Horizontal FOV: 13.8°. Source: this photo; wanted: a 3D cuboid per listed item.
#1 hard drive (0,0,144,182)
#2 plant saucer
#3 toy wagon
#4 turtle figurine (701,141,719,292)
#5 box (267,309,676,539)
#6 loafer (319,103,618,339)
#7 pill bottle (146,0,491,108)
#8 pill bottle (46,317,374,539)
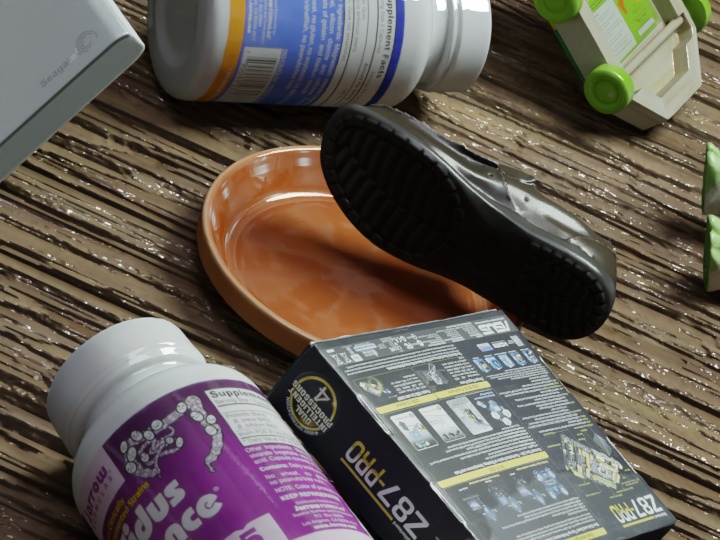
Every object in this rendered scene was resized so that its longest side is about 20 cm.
[{"bbox_3d":[-0.222,-0.152,1.750,0.026,0.132,0.200,41,10,-51],"label":"hard drive"},{"bbox_3d":[0.000,0.000,1.736,0.200,0.032,0.200,13,36,-10],"label":"plant saucer"},{"bbox_3d":[0.163,-0.196,1.982,0.200,0.040,0.155,59,37,-10],"label":"toy wagon"},{"bbox_3d":[0.312,-0.046,1.838,0.194,0.144,0.200,1,-7,2],"label":"turtle figurine"},{"bbox_3d":[0.063,0.099,1.556,0.161,0.049,0.200,48,26,18],"label":"box"},{"bbox_3d":[0.066,-0.032,1.734,0.200,0.073,0.071,36,32,6],"label":"loafer"},{"bbox_3d":[-0.024,-0.158,1.861,0.200,0.112,0.112,0,40,-27],"label":"pill bottle"},{"bbox_3d":[-0.075,0.118,1.473,0.112,0.112,0.200,-10,45,-36],"label":"pill bottle"}]
